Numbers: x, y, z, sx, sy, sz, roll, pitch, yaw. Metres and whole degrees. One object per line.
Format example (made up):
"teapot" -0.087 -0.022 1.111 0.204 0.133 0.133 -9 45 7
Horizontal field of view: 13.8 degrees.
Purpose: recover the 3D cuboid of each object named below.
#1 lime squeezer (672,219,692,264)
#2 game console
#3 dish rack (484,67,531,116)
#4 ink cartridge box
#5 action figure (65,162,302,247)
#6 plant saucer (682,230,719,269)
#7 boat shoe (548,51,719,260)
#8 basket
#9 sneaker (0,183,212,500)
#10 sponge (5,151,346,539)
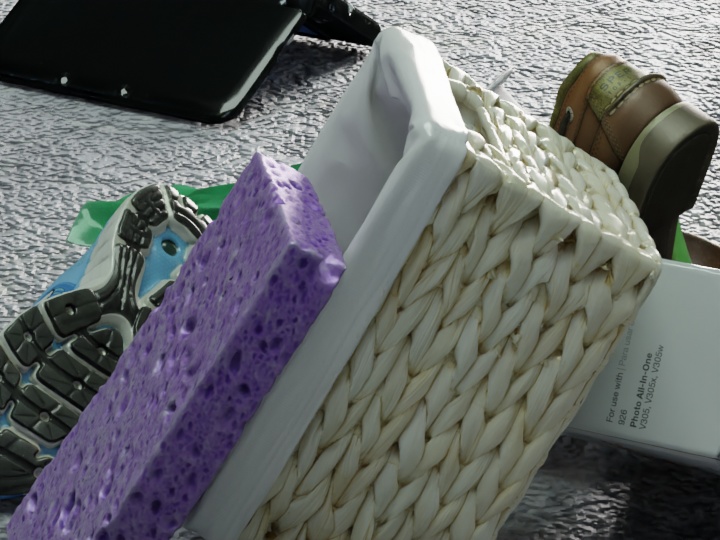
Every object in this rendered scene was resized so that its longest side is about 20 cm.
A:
"lime squeezer" 0.185 0.026 1.398 0.200 0.071 0.038 40 23 -20
"game console" -0.115 -0.143 1.917 0.199 0.117 0.176 13 -6 26
"dish rack" 0.000 0.000 1.381 0.044 0.200 0.172 45 29 2
"ink cartridge box" 0.202 0.055 1.270 0.199 0.085 0.146 12 -4 24
"action figure" -0.037 -0.026 1.528 0.199 0.055 0.118 -4 18 27
"plant saucer" 0.102 0.018 1.497 0.199 0.035 0.200 1 22 0
"boat shoe" 0.098 -0.011 1.336 0.068 0.201 0.072 41 40 23
"basket" 0.020 0.025 1.224 0.123 0.201 0.136 27 17 -17
"sneaker" -0.132 0.047 1.375 0.078 0.090 0.200 45 42 -5
"sponge" -0.076 0.054 1.186 0.030 0.201 0.112 29 15 -19
